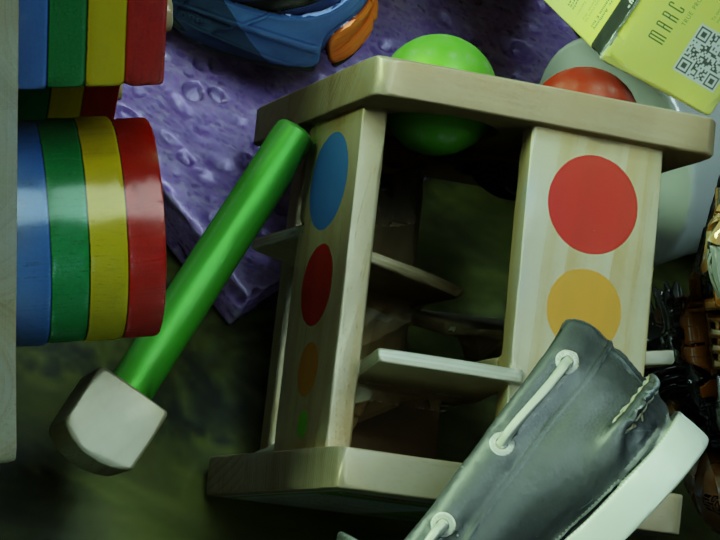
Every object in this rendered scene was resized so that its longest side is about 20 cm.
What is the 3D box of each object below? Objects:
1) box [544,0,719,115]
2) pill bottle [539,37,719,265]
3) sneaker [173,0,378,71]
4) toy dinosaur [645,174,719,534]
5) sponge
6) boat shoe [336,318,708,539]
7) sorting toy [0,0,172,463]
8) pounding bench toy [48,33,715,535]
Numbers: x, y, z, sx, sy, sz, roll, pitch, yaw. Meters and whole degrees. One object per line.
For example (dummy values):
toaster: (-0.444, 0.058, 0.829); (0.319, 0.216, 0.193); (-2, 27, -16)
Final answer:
box: (0.093, -0.126, 1.015); (0.050, 0.076, 0.200); (27, 12, -24)
pill bottle: (0.172, -0.070, 1.097); (0.199, 0.120, 0.120); (-20, 73, -32)
sneaker: (-0.087, -0.136, 1.011); (0.199, 0.079, 0.076); (10, 44, 0)
toy dinosaur: (0.138, 0.055, 0.995); (0.101, 0.201, 0.136); (11, 24, -5)
sponge: (-0.013, -0.075, 1.064); (0.200, 0.030, 0.112); (-36, 82, -35)
boat shoe: (0.016, 0.099, 0.843); (0.200, 0.074, 0.060); (-44, 87, 0)
sorting toy: (-0.101, -0.079, 0.873); (0.069, 0.200, 0.200); (-3, 38, -12)
pounding bench toy: (0.000, 0.000, 0.940); (0.199, 0.124, 0.157); (9, 82, -21)
